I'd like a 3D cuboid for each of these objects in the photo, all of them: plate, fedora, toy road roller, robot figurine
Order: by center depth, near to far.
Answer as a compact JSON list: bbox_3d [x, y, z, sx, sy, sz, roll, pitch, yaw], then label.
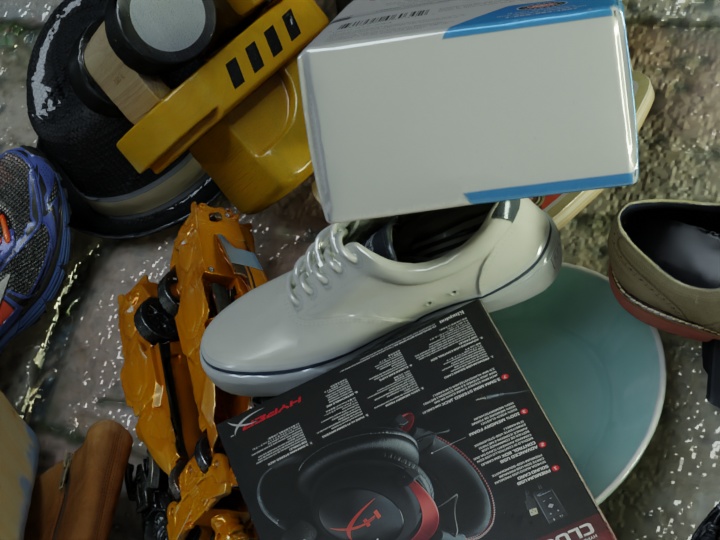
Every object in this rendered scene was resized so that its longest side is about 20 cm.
[{"bbox_3d":[0.065,0.076,1.095,0.199,0.026,0.201,-15,42,14],"label":"plate"},{"bbox_3d":[-0.082,0.070,1.167,0.145,0.058,0.201,-47,45,39],"label":"robot figurine"},{"bbox_3d":[-0.059,-0.126,1.201,0.200,0.146,0.123,-42,6,-24],"label":"toy road roller"},{"bbox_3d":[-0.139,-0.123,1.297,0.199,0.092,0.202,-13,60,24],"label":"fedora"}]

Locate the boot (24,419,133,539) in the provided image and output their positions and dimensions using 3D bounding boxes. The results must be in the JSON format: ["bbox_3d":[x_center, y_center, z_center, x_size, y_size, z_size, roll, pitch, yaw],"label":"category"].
[{"bbox_3d":[-0.195,0.201,1.165,0.188,0.068,0.201,-46,34,42],"label":"boot"}]

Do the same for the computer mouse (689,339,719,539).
[{"bbox_3d":[0.186,0.077,1.042,0.058,0.034,0.201,2,67,30],"label":"computer mouse"}]

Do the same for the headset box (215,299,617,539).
[{"bbox_3d":[0.033,0.127,0.980,0.148,0.075,0.200,-26,41,-2],"label":"headset box"}]

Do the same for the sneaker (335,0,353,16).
[{"bbox_3d":[0.062,-0.181,1.192,0.199,0.087,0.078,-5,21,41],"label":"sneaker"}]

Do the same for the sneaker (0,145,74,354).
[{"bbox_3d":[-0.239,0.017,1.271,0.075,0.078,0.201,26,92,34],"label":"sneaker"}]

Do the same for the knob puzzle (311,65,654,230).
[{"bbox_3d":[0.062,-0.076,1.149,0.218,0.031,0.221,-15,42,14],"label":"knob puzzle"}]

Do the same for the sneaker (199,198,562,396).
[{"bbox_3d":[0.000,0.000,1.062,0.199,0.071,0.073,-23,44,15],"label":"sneaker"}]

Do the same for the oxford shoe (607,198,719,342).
[{"bbox_3d":[0.210,0.011,1.002,0.199,0.075,0.071,10,72,17],"label":"oxford shoe"}]

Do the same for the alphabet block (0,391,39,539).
[{"bbox_3d":[-0.314,0.107,1.154,0.196,0.201,0.196,-31,19,8],"label":"alphabet block"}]

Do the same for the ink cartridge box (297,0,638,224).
[{"bbox_3d":[0.058,-0.090,1.020,0.145,0.200,0.087,-7,101,8],"label":"ink cartridge box"}]
